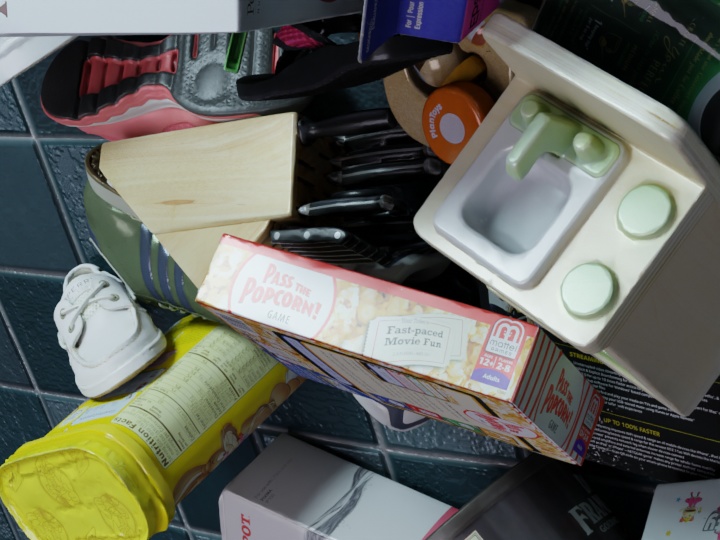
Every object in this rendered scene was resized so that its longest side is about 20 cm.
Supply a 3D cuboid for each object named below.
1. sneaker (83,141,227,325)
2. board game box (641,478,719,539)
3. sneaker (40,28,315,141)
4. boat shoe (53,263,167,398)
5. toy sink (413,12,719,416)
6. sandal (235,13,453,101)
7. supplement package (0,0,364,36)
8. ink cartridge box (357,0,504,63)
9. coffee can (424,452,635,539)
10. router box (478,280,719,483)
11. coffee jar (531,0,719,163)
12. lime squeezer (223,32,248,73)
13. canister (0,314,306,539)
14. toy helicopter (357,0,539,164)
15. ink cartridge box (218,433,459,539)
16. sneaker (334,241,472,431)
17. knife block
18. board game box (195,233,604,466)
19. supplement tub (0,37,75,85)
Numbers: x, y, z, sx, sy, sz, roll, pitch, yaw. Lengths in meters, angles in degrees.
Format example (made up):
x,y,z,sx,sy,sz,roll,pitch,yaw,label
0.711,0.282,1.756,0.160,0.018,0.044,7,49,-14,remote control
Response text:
x,y,z,sx,sy,sz,roll,pitch,yaw,label
-0.122,-0.003,1.245,0.200,0.067,0.090,39,139,18,sneaker
0.278,0.199,1.021,0.147,0.064,0.200,-12,134,43,board game box
-0.109,-0.119,1.154,0.200,0.074,0.087,0,161,26,sneaker
-0.193,0.037,1.269,0.069,0.071,0.200,60,171,-16,boat shoe
0.117,-0.021,0.902,0.130,0.112,0.200,35,179,34,toy sink
-0.011,-0.125,0.964,0.200,0.075,0.045,-6,97,64,sandal
-0.085,-0.220,0.883,0.147,0.200,0.192,3,103,22,supplement package
0.067,-0.178,0.846,0.037,0.200,0.095,28,136,21,ink cartridge box
0.134,0.234,1.124,0.200,0.146,0.146,50,140,13,coffee can
0.170,0.051,1.050,0.200,0.051,0.149,14,127,32,router box
0.191,-0.102,0.888,0.200,0.085,0.104,37,134,12,coffee jar
-0.057,-0.220,1.020,0.038,0.071,0.200,18,108,13,lime squeezer
-0.141,0.108,1.241,0.148,0.200,0.087,-18,109,46,canister
0.049,-0.165,0.986,0.132,0.079,0.200,25,124,35,toy helicopter
0.001,0.227,1.304,0.200,0.083,0.147,22,133,26,ink cartridge box
0.000,0.000,1.138,0.199,0.079,0.130,47,132,10,sneaker
-0.051,-0.067,1.103,0.176,0.064,0.200,-49,57,9,knife block
0.026,0.048,1.004,0.200,0.046,0.151,17,168,25,board game box
-0.253,-0.225,1.119,0.145,0.145,0.200,-21,106,47,supplement tub
